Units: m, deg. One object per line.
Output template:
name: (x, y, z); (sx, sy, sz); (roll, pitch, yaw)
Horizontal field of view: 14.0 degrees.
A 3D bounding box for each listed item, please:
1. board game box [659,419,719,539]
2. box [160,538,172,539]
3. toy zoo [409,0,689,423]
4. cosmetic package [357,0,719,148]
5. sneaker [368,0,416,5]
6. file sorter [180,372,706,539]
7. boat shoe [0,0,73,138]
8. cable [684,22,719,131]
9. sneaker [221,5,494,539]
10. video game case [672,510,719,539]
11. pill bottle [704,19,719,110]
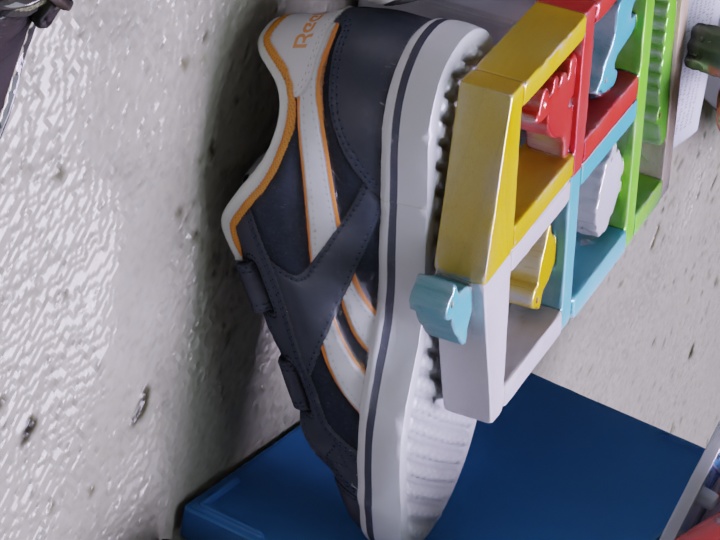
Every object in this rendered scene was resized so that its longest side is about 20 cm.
board game box: (0.165, 0.090, 1.176); (0.201, 0.026, 0.200); (-62, 160, -5)
box: (-0.059, 0.216, 1.002); (0.141, 0.078, 0.201); (-38, 126, -49)
toy zoo: (0.068, -0.038, 1.018); (0.200, 0.020, 0.132); (-48, 148, -49)
cosmetic package: (0.069, -0.079, 1.119); (0.200, 0.071, 0.102); (-34, 138, -56)
sneaker: (0.048, -0.152, 1.011); (0.200, 0.080, 0.084); (-42, 116, -67)
file sorter: (0.031, 0.132, 1.123); (0.200, 0.138, 0.123); (-32, 139, -57)
boat shoe: (-0.093, -0.094, 0.744); (0.073, 0.065, 0.201); (-28, 134, -61)
cable: (0.156, -0.066, 1.153); (0.051, 0.097, 0.200); (-62, -171, 7)
sneaker: (0.000, 0.000, 1.010); (0.078, 0.079, 0.201); (-44, 142, -54)
video game case: (0.122, 0.147, 1.075); (0.200, 0.017, 0.144); (-18, 130, -61)
pill bottle: (0.206, -0.110, 1.354); (0.113, 0.112, 0.200); (-69, 157, -3)
